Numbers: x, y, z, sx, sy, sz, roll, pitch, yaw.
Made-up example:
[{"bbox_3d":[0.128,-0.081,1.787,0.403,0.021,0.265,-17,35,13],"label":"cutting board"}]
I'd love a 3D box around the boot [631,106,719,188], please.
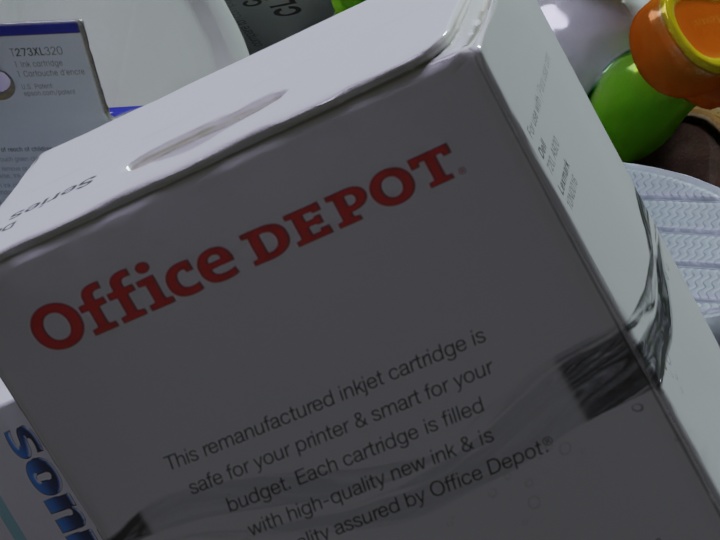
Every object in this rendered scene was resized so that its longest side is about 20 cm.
[{"bbox_3d":[0.078,0.019,0.821,0.166,0.073,0.200,-33,20,-18],"label":"boot"}]

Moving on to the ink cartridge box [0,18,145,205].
[{"bbox_3d":[-0.096,0.006,0.786,0.094,0.201,0.037,0,37,21],"label":"ink cartridge box"}]

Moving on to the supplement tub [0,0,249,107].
[{"bbox_3d":[-0.142,-0.033,0.888,0.199,0.132,0.132,-28,14,37],"label":"supplement tub"}]

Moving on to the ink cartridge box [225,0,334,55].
[{"bbox_3d":[0.008,-0.144,1.016,0.198,0.084,0.145,-10,-15,9],"label":"ink cartridge box"}]

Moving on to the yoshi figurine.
[{"bbox_3d":[0.035,-0.054,0.853,0.200,0.112,0.113,-38,20,46],"label":"yoshi figurine"}]

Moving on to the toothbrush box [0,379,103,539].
[{"bbox_3d":[-0.105,0.096,0.774,0.199,0.147,0.085,-18,21,30],"label":"toothbrush box"}]

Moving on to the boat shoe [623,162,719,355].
[{"bbox_3d":[0.044,0.013,0.742,0.199,0.067,0.074,8,43,41],"label":"boat shoe"}]

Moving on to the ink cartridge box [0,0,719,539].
[{"bbox_3d":[0.014,0.040,0.638,0.145,0.201,0.084,-22,20,19],"label":"ink cartridge box"}]
